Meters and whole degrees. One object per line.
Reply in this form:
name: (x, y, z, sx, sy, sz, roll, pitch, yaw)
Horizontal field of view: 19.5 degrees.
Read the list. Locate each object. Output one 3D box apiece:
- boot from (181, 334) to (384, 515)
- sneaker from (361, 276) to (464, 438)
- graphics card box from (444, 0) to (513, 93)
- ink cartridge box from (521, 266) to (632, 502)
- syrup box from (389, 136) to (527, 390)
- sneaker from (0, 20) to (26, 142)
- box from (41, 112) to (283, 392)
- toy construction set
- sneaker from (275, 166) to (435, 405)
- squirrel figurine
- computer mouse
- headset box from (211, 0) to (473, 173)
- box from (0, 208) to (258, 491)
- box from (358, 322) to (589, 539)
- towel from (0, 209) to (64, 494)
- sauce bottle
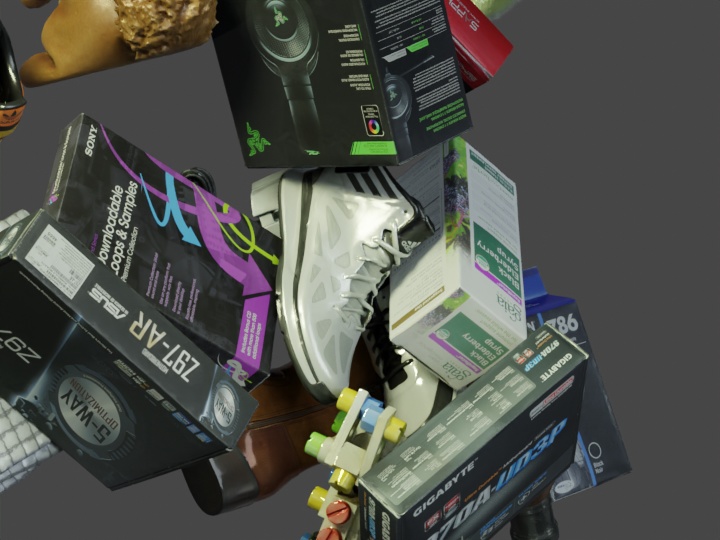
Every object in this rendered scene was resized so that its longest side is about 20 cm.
boot: (-0.066, 0.075, 1.644, 0.200, 0.068, 0.189, -21, 84, -39)
sneaker: (0.030, 0.064, 1.683, 0.080, 0.074, 0.200, 33, 33, -34)
graphics card box: (0.018, -0.178, 1.700, 0.125, 0.200, 0.051, 45, 55, -13)
ink cartridge box: (0.159, 0.095, 1.810, 0.099, 0.039, 0.200, -16, 84, -36)
syrup box: (0.076, -0.009, 1.672, 0.079, 0.081, 0.200, 37, 30, -26)
sneaker: (-0.298, -0.191, 1.556, 0.070, 0.090, 0.200, -20, 87, -37)
box: (-0.147, -0.013, 1.563, 0.200, 0.036, 0.143, 31, 41, -25)
toy construction set: (-0.023, 0.185, 1.588, 0.092, 0.131, 0.200, 38, 94, 11)
sneaker: (0.000, 0.000, 1.611, 0.076, 0.115, 0.201, 45, 36, -58)
squirrel figurine: (-0.188, -0.249, 1.580, 0.141, 0.200, 0.187, -17, 97, -30)
computer mouse: (-0.053, -0.052, 1.708, 0.200, 0.044, 0.110, -20, 86, -37)
headset box: (-0.022, -0.173, 1.596, 0.093, 0.174, 0.200, -29, 112, -41)
box: (-0.188, 0.058, 1.406, 0.200, 0.160, 0.044, 44, 54, -19)
box: (0.083, 0.151, 1.570, 0.200, 0.159, 0.046, -38, 62, -24)
towel: (-0.278, 0.072, 1.492, 0.200, 0.086, 0.166, -36, 98, -38)
sauce bottle: (0.128, 0.139, 1.717, 0.065, 0.065, 0.200, -36, 126, -37)
